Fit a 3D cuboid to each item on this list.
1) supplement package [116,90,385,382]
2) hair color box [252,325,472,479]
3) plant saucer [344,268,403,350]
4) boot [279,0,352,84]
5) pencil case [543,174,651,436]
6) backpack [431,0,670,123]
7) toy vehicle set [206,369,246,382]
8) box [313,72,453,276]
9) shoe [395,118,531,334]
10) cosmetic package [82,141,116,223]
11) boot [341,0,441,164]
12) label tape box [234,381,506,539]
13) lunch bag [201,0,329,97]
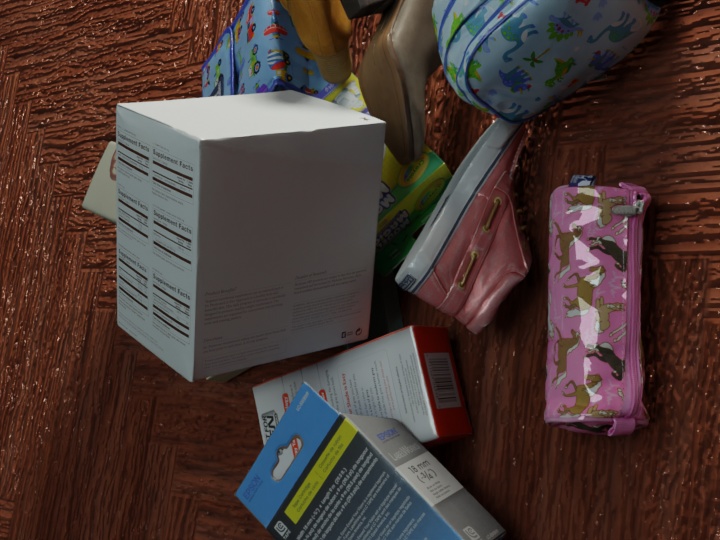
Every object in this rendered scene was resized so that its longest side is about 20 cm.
[{"bbox_3d":[-0.099,-0.040,0.952,0.146,0.189,0.203,26,118,46],"label":"supplement package"},{"bbox_3d":[-0.003,0.127,0.998,0.198,0.061,0.103,-23,73,34],"label":"hair color box"},{"bbox_3d":[0.000,0.000,1.074,0.069,0.019,0.203,-26,62,34],"label":"plant saucer"},{"bbox_3d":[-0.051,-0.294,1.053,0.070,0.145,0.203,-18,59,-1],"label":"boot"},{"bbox_3d":[0.187,0.030,0.858,0.081,0.087,0.203,2,77,10],"label":"pencil case"},{"bbox_3d":[0.151,-0.220,0.904,0.198,0.162,0.156,-19,61,33],"label":"backpack"},{"bbox_3d":[-0.097,0.021,1.133,0.199,0.026,0.126,-32,57,37],"label":"toy vehicle set"},{"bbox_3d":[0.004,-0.095,1.050,0.117,0.048,0.200,-42,57,-1],"label":"box"},{"bbox_3d":[0.115,-0.045,0.957,0.201,0.090,0.071,-58,6,-21],"label":"shoe"},{"bbox_3d":[-0.216,-0.074,1.208,0.199,0.103,0.088,20,86,51],"label":"cosmetic package"},{"bbox_3d":[0.064,-0.216,1.002,0.070,0.145,0.203,0,110,58],"label":"boot"},{"bbox_3d":[0.005,0.204,0.921,0.200,0.063,0.145,43,118,20],"label":"label tape box"},{"bbox_3d":[-0.117,-0.201,1.203,0.199,0.093,0.153,-35,53,41],"label":"lunch bag"}]
